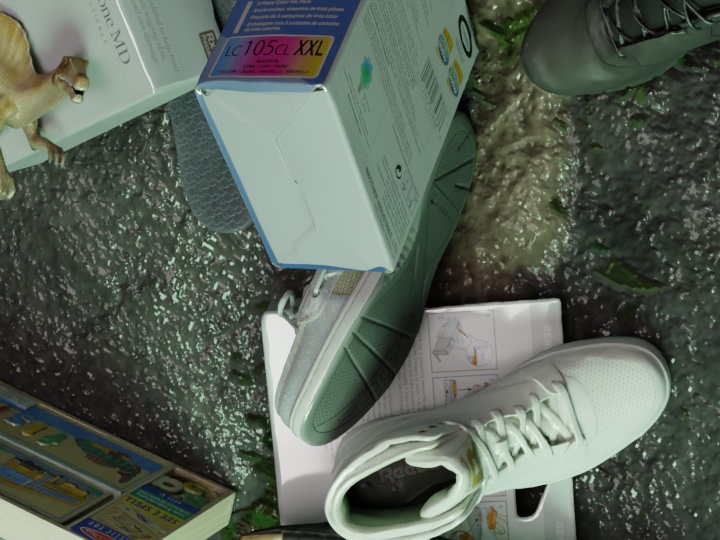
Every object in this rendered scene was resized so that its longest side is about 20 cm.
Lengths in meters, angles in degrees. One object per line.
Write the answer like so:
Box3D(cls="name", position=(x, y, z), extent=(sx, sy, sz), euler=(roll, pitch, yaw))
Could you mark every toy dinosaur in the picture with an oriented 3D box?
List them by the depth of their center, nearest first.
Box3D(cls="toy dinosaur", position=(-0.224, -0.100, 1.030), extent=(0.198, 0.058, 0.102), euler=(15, 101, 28))

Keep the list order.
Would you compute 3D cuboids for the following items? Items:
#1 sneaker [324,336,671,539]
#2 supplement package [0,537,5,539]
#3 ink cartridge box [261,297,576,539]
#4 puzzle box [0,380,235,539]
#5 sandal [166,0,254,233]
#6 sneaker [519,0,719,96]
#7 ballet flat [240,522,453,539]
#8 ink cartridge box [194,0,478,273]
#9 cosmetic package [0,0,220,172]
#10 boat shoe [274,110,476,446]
Box3D(cls="sneaker", position=(0.075, 0.098, 0.959), extent=(0.198, 0.116, 0.074), euler=(-22, 95, 8))
Box3D(cls="supplement package", position=(-0.220, 0.239, 1.131), extent=(0.200, 0.156, 0.111), euler=(43, 115, 11))
Box3D(cls="ink cartridge box", position=(0.037, 0.112, 1.046), extent=(0.172, 0.044, 0.202), euler=(-4, 100, 6))
Box3D(cls="puzzle box", position=(-0.193, 0.128, 1.106), extent=(0.199, 0.133, 0.026), euler=(22, 110, 19))
Box3D(cls="sandal", position=(-0.085, -0.125, 1.055), extent=(0.076, 0.043, 0.202), euler=(8, 110, 34))
Box3D(cls="sneaker", position=(0.162, -0.143, 0.902), extent=(0.199, 0.091, 0.076), euler=(-25, 92, 29))
Box3D(cls="ballet flat", position=(0.029, 0.174, 1.000), extent=(0.198, 0.066, 0.057), euler=(9, 87, 3))
Box3D(cls="ink cartridge box", position=(-0.001, -0.118, 0.930), extent=(0.076, 0.201, 0.137), euler=(6, 142, 24))
Box3D(cls="cosmetic package", position=(-0.176, -0.127, 1.051), extent=(0.199, 0.074, 0.103), euler=(-20, 93, 44))
Box3D(cls="boat shoe", position=(0.000, -0.001, 0.985), extent=(0.064, 0.074, 0.204), euler=(16, 76, 28))
